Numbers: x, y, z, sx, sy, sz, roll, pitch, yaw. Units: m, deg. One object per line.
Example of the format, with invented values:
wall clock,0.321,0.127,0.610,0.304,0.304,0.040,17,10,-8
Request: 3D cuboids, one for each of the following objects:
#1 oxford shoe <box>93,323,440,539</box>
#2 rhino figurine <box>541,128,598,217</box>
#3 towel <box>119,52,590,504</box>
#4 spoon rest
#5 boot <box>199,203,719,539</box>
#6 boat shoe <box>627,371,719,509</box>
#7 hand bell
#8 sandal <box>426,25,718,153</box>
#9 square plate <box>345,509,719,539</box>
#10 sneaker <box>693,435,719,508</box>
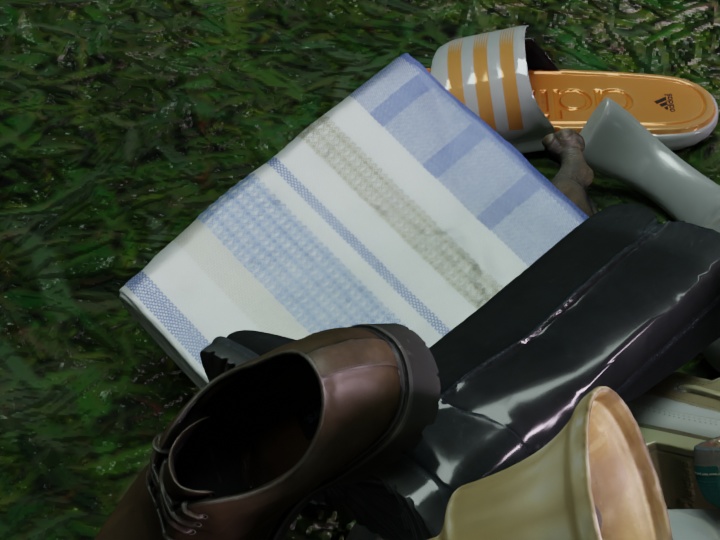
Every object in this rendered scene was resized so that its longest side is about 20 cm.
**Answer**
oxford shoe,-0.064,0.085,0.813,0.084,0.200,0.073,3,48,-51
rhino figurine,0.029,-0.012,1.015,0.199,0.060,0.088,-11,53,-7
towel,0.000,0.000,0.964,0.200,0.024,0.147,-41,73,-18
spoon rest,0.180,-0.020,1.015,0.060,0.100,0.200,22,20,-36
boot,0.051,0.028,0.900,0.200,0.066,0.165,-39,50,-24
boat shoe,0.172,0.080,0.900,0.199,0.075,0.069,13,48,16
hand bell,0.014,0.119,0.776,0.199,0.104,0.104,-16,37,21
sandal,0.100,-0.108,1.125,0.205,0.059,0.079,-2,41,-2
square plate,0.063,0.148,0.798,0.199,0.029,0.198,-1,28,19
sneaker,0.213,0.107,0.774,0.071,0.081,0.199,-12,13,-42
